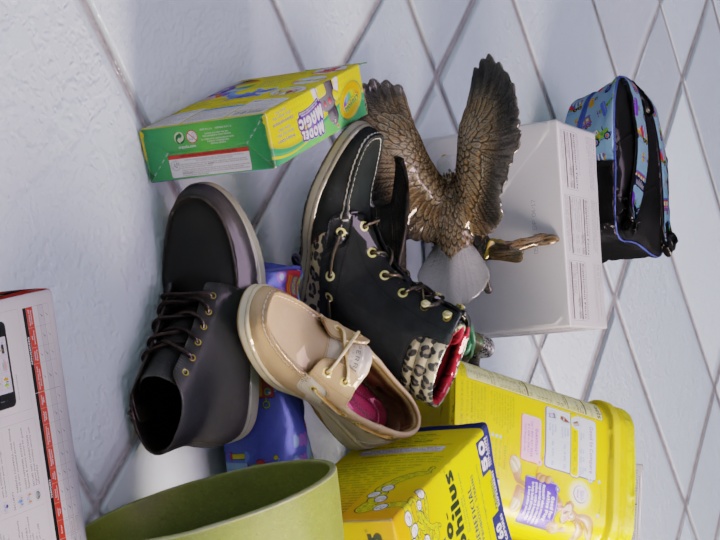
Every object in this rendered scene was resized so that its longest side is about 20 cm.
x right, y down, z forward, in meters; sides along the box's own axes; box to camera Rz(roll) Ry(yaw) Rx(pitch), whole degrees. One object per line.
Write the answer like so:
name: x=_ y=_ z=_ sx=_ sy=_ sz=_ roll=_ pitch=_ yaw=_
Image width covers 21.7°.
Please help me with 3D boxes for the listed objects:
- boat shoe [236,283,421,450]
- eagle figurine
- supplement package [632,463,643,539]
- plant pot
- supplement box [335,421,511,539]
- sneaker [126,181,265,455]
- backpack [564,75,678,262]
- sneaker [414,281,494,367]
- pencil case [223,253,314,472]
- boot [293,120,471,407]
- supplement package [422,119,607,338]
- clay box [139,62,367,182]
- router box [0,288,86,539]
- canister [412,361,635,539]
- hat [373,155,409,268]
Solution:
boat shoe: x=-0.019 y=0.072 z=1.443 sx=0.200 sy=0.069 sz=0.074 roll=44 pitch=51 yaw=-43
eagle figurine: x=0.082 y=-0.084 z=1.757 sx=0.151 sy=0.151 sz=0.201 roll=-35 pitch=129 yaw=-20
supplement package: x=0.172 y=0.296 z=1.788 sx=0.192 sy=0.145 sz=0.202 roll=112 pitch=-14 yaw=-66
plant pot: x=-0.081 y=0.255 z=1.298 sx=0.187 sy=0.185 sz=0.202 roll=-23 pitch=99 yaw=-62
supplement box: x=0.028 y=0.206 z=1.461 sx=0.200 sy=0.108 sz=0.110 roll=-35 pitch=115 yaw=-60
sneaker: x=-0.125 y=0.036 z=1.402 sx=0.106 sy=0.074 sz=0.203 roll=-9 pitch=94 yaw=-63
backpack: x=0.283 y=-0.119 z=2.188 sx=0.182 sy=0.133 sz=0.203 roll=17 pitch=71 yaw=-61
sneaker: x=0.080 y=0.058 z=1.733 sx=0.200 sy=0.087 sz=0.078 roll=78 pitch=12 yaw=-73
pencil case: x=-0.076 y=0.090 z=1.488 sx=0.087 sy=0.077 sz=0.203 roll=-2 pitch=86 yaw=-78
boot: x=0.025 y=-0.003 z=1.508 sx=0.073 sy=0.153 sz=0.206 roll=-17 pitch=127 yaw=-61
supplement package: x=0.153 y=-0.036 z=1.885 sx=0.111 sy=0.154 sz=0.203 roll=7 pitch=78 yaw=-62
clay box: x=-0.075 y=-0.121 z=1.488 sx=0.200 sy=0.114 sz=0.048 roll=-35 pitch=117 yaw=-60
router box: x=-0.248 y=0.122 z=1.166 sx=0.179 sy=0.048 sz=0.203 roll=-14 pitch=97 yaw=-63
canister: x=0.138 y=0.168 z=1.643 sx=0.198 sy=0.086 sz=0.150 roll=19 pitch=61 yaw=-28
hat: x=0.000 y=0.000 z=1.637 sx=0.201 sy=0.080 sz=0.203 roll=3 pitch=90 yaw=-89
